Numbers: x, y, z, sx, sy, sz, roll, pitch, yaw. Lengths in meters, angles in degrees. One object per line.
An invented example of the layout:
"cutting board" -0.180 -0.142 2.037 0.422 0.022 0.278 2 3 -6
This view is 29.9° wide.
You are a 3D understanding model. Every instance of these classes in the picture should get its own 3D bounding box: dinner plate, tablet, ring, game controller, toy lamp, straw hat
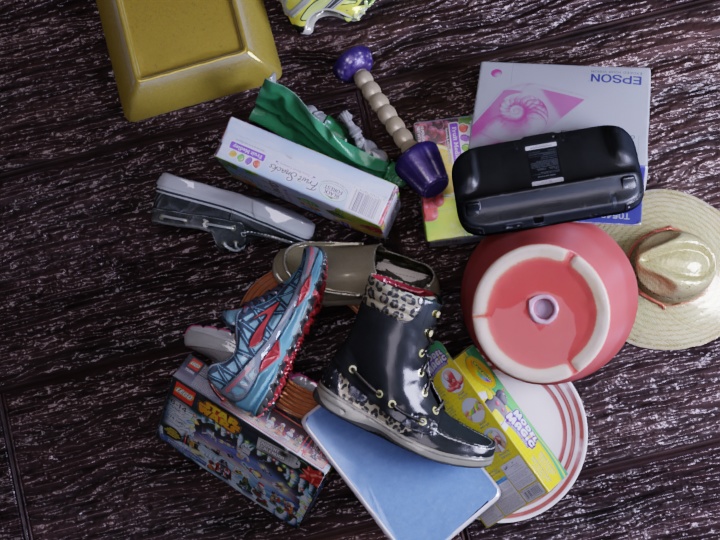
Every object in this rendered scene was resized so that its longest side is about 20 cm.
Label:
"dinner plate" 0.160 0.186 1.545 0.198 0.024 0.202 0 84 4
"tablet" 0.044 0.201 1.450 0.130 0.014 0.200 -36 80 -16
"ring" -0.048 0.083 1.524 0.199 0.019 0.202 12 56 -18
"game controller" 0.197 -0.097 1.432 0.198 0.042 0.105 -9 56 5
"toy lamp" 0.036 -0.167 1.537 0.058 0.058 0.201 -33 64 -1
"straw hat" 0.354 -0.006 1.525 0.199 0.085 0.203 0 84 3

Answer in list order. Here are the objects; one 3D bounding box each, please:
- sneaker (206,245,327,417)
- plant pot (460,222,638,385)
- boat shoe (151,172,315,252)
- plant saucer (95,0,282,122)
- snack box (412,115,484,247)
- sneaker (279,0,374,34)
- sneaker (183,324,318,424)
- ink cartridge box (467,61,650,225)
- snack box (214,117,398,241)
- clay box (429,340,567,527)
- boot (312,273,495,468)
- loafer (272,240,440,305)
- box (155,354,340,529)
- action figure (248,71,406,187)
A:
"sneaker" -0.101 0.051 1.447 0.095 0.079 0.201 23 68 5
"plant pot" 0.197 0.036 1.441 0.199 0.177 0.202 1 94 10
"boat shoe" -0.150 -0.056 1.574 0.199 0.072 0.071 17 93 15
"plant saucer" -0.213 -0.301 1.609 0.198 0.048 0.202 -15 83 1
"snack box" 0.166 -0.111 1.564 0.198 0.053 0.144 -6 84 2
"sneaker" 0.002 -0.337 1.596 0.198 0.075 0.077 -16 90 12
"sneaker" -0.123 0.133 1.537 0.199 0.081 0.089 32 84 7
"ink cartridge box" 0.219 -0.145 1.491 0.195 0.043 0.201 4 54 9
"snack box" -0.056 -0.100 1.522 0.199 0.142 0.053 24 85 5
"clay box" 0.124 0.172 1.480 0.047 0.115 0.201 -29 81 -45
"boot" 0.067 0.106 1.408 0.202 0.073 0.155 23 99 4
"loafer" 0.000 0.000 1.535 0.198 0.068 0.076 9 55 -9
"box" -0.129 0.193 1.505 0.199 0.137 0.040 32 50 7
"action figure" -0.030 -0.154 1.565 0.199 0.118 0.055 33 74 -2
